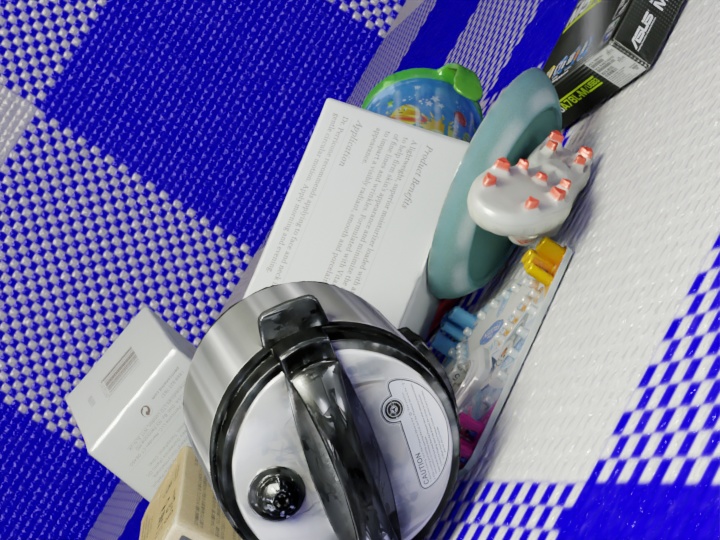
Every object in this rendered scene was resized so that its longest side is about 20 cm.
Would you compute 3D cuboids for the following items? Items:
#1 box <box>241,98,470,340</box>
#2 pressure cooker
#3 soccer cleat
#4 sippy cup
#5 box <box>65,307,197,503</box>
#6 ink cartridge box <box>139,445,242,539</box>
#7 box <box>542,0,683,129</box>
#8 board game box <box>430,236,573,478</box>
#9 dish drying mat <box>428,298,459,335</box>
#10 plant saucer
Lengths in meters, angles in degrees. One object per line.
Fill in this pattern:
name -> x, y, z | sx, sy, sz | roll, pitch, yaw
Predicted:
box -> 0.000, 0.000, 1.526 | 0.200, 0.129, 0.201 | 86, -156, -68
pressure cooker -> -0.025, 0.112, 1.240 | 0.180, 0.175, 0.200 | -62, 18, 5
soccer cleat -> 0.127, -0.047, 1.385 | 0.200, 0.069, 0.078 | -34, -29, -63
sippy cup -> 0.063, -0.119, 1.902 | 0.131, 0.138, 0.179 | -89, -7, -55
box -> -0.124, 0.145, 1.489 | 0.107, 0.200, 0.152 | -49, 19, -2
ink cartridge box -> -0.076, 0.216, 1.318 | 0.076, 0.164, 0.200 | -59, 7, 6
box -> 0.228, -0.229, 1.577 | 0.195, 0.047, 0.200 | -63, 10, -18
board game box -> 0.074, 0.086, 1.401 | 0.201, 0.026, 0.200 | -62, 10, -28
dish drying mat -> 0.085, 0.006, 1.655 | 0.200, 0.018, 0.077 | -53, 9, 34
plant saucer -> 0.114, -0.064, 1.474 | 0.201, 0.027, 0.201 | -53, -21, -30
